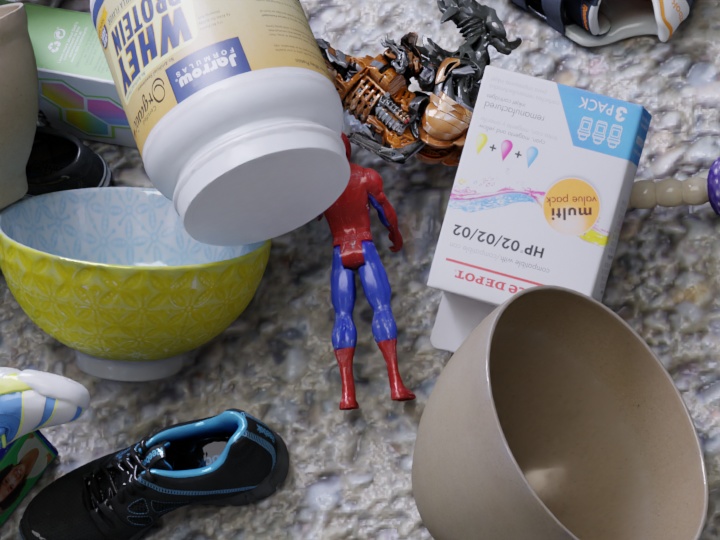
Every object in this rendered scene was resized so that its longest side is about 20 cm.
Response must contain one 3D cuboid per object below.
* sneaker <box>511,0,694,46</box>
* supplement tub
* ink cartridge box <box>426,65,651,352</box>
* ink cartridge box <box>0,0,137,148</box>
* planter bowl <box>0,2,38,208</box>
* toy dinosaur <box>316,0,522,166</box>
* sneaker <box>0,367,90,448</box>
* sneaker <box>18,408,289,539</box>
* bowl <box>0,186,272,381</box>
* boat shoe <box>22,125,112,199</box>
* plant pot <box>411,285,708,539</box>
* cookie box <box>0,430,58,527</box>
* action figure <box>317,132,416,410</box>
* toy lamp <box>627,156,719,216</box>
[{"bbox_3d":[0.153,-0.222,1.709,0.200,0.078,0.080,11,61,19],"label":"sneaker"},{"bbox_3d":[-0.096,-0.132,1.588,0.144,0.144,0.200,-23,65,3],"label":"supplement tub"},{"bbox_3d":[0.119,-0.029,1.576,0.115,0.068,0.200,15,91,12],"label":"ink cartridge box"},{"bbox_3d":[-0.214,-0.150,1.759,0.200,0.104,0.059,12,66,21],"label":"ink cartridge box"},{"bbox_3d":[-0.320,-0.100,1.654,0.200,0.200,0.135,-15,103,8],"label":"planter bowl"},{"bbox_3d":[0.055,-0.122,1.670,0.102,0.200,0.136,-28,32,49],"label":"toy dinosaur"},{"bbox_3d":[-0.282,0.124,1.579,0.200,0.076,0.105,-3,77,18],"label":"sneaker"},{"bbox_3d":[-0.154,0.144,1.602,0.200,0.082,0.073,-22,61,5],"label":"sneaker"},{"bbox_3d":[-0.166,0.017,1.643,0.200,0.200,0.108,11,108,20],"label":"bowl"},{"bbox_3d":[-0.290,-0.092,1.777,0.200,0.057,0.069,8,66,19],"label":"boat shoe"},{"bbox_3d":[0.112,0.128,1.494,0.134,0.200,0.201,-35,51,39],"label":"plant pot"},{"bbox_3d":[-0.350,0.159,1.652,0.171,0.075,0.200,30,75,25],"label":"cookie box"},{"bbox_3d":[0.000,0.000,1.652,0.065,0.099,0.200,-9,83,7],"label":"action figure"},{"bbox_3d":[0.171,-0.051,1.628,0.200,0.058,0.058,-5,62,14],"label":"toy lamp"}]
